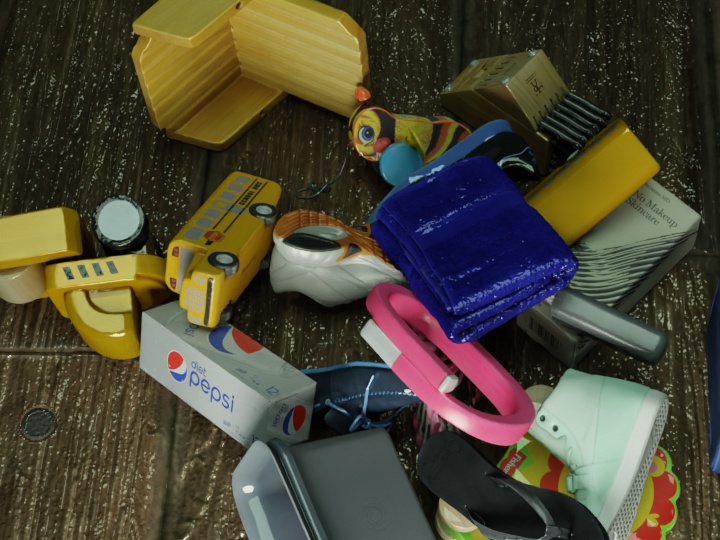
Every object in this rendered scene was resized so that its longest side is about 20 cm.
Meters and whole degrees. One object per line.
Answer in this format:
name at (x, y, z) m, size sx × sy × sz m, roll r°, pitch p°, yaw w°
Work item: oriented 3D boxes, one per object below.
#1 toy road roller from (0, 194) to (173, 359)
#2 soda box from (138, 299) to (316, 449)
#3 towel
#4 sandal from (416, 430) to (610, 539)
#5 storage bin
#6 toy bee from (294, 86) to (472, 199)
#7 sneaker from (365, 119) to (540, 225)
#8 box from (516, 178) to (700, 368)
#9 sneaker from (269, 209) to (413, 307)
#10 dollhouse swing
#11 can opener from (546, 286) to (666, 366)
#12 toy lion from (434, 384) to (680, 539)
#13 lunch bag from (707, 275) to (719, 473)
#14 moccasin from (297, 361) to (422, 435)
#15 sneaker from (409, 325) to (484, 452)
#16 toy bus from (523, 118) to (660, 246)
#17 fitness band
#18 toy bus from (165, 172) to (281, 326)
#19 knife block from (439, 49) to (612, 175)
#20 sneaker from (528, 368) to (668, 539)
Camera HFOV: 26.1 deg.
toy road roller at (-0.291, 0.017, 1.593) m, size 0.198 × 0.123 × 0.148 m, roll -7°, pitch 70°, yaw -1°
soda box at (-0.133, 0.102, 1.519) m, size 0.063 × 0.069 × 0.199 m, roll -18°, pitch 37°, yaw -41°
towel at (0.105, -0.029, 1.491) m, size 0.147 × 0.050 × 0.200 m, roll -30°, pitch 42°, yaw -4°
sandal at (0.129, 0.214, 1.390) m, size 0.199 × 0.043 × 0.077 m, roll 27°, pitch 91°, yaw 28°
storage bin at (-0.016, 0.249, 1.431) m, size 0.133 × 0.146 × 0.201 m, roll -13°, pitch 67°, yaw -28°
toy bee at (0.032, -0.143, 1.654) m, size 0.198 × 0.110 × 0.131 m, roll -15°, pitch 18°, yaw -29°
sneaker at (0.095, -0.071, 1.616) m, size 0.199 × 0.070 × 0.078 m, roll -39°, pitch 56°, yaw 7°
box at (0.254, 0.000, 1.587) m, size 0.082 × 0.069 × 0.200 m, roll 39°, pitch 70°, yaw 21°
sneaker at (0.000, 0.000, 1.594) m, size 0.198 × 0.092 × 0.076 m, roll 12°, pitch 43°, yaw -10°
dollhouse swing at (-0.112, -0.203, 1.659) m, size 0.175 × 0.201 × 0.182 m, roll 38°, pitch 69°, yaw 22°
can opener at (0.208, 0.026, 1.501) m, size 0.199 × 0.053 × 0.067 m, roll 30°, pitch 87°, yaw 16°
toy lion at (0.197, 0.220, 1.475) m, size 0.191 × 0.069 × 0.200 m, roll 38°, pitch 69°, yaw 15°
lunch bag at (0.404, 0.107, 1.475) m, size 0.131 × 0.136 × 0.202 m, roll 2°, pitch 61°, yaw 6°
moccasin at (-0.006, 0.132, 1.499) m, size 0.199 × 0.080 × 0.069 m, roll -13°, pitch 62°, yaw 48°
sneaker at (0.096, 0.110, 1.531) m, size 0.094 × 0.079 × 0.201 m, roll 3°, pitch 50°, yaw -11°
toy bus at (0.208, -0.065, 1.579) m, size 0.200 × 0.078 × 0.065 m, roll -41°, pitch 96°, yaw 10°
fitness band at (0.079, 0.083, 1.431) m, size 0.200 × 0.143 × 0.038 m, roll 47°, pitch 111°, yaw 32°
toy bus at (-0.138, -0.024, 1.577) m, size 0.078 × 0.066 × 0.200 m, roll 18°, pitch 34°, yaw 11°
knife block at (0.197, -0.150, 1.695) m, size 0.064 × 0.176 × 0.199 m, roll -43°, pitch 21°, yaw -21°
sneaker at (0.197, 0.191, 1.430) m, size 0.117 × 0.074 × 0.202 m, roll 18°, pitch 82°, yaw 26°
